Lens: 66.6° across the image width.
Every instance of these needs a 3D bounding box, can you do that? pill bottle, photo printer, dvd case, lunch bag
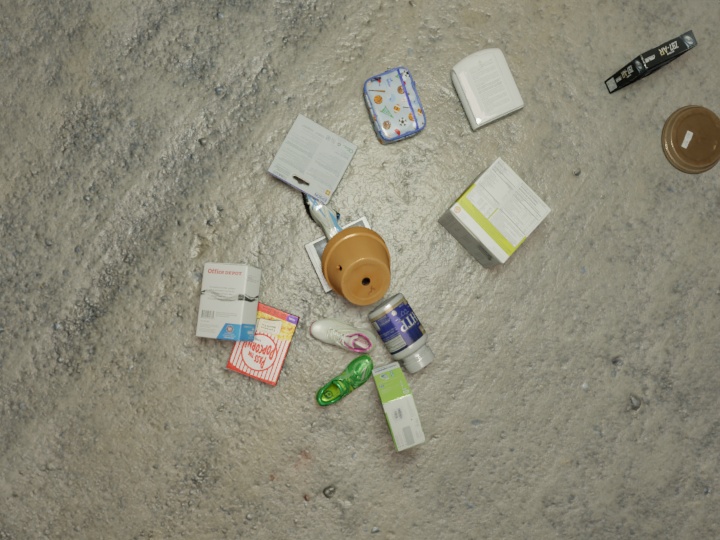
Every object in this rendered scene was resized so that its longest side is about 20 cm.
[{"bbox_3d":[0.119,0.177,1.532,0.119,0.120,0.202,-33,91,-2],"label":"pill bottle"},{"bbox_3d":[0.359,-0.528,1.577,0.164,0.069,0.203,-24,89,-2],"label":"photo printer"},{"bbox_3d":[-0.043,-0.047,1.578,0.197,0.025,0.153,-26,90,-2],"label":"dvd case"},{"bbox_3d":[0.099,-0.474,1.567,0.157,0.076,0.204,-19,91,-4],"label":"lunch bag"}]

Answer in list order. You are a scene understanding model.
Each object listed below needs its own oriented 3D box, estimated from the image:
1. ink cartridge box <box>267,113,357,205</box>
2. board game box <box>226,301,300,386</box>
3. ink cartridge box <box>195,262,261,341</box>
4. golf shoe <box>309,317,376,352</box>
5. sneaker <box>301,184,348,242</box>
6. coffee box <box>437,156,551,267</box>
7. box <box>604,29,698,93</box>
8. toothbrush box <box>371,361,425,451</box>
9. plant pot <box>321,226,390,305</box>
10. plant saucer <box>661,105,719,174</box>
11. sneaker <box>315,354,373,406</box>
[{"bbox_3d":[-0.136,-0.312,1.556,0.194,0.043,0.203,29,79,-2],"label":"ink cartridge box"},{"bbox_3d":[-0.274,0.203,1.554,0.148,0.046,0.204,19,88,-1],"label":"board game box"},{"bbox_3d":[-0.360,0.086,1.505,0.141,0.084,0.205,4,84,21],"label":"ink cartridge box"},{"bbox_3d":[-0.048,0.182,1.541,0.195,0.092,0.077,13,90,0],"label":"golf shoe"},{"bbox_3d":[-0.104,-0.163,1.549,0.072,0.072,0.202,-30,76,-17],"label":"sneaker"},{"bbox_3d":[0.360,-0.153,1.506,0.200,0.200,0.198,44,87,0],"label":"coffee box"},{"bbox_3d":[0.802,-0.577,1.530,0.158,0.200,0.044,-26,90,-3],"label":"box"},{"bbox_3d":[0.099,0.360,1.473,0.084,0.200,0.149,-17,106,-1],"label":"toothbrush box"},{"bbox_3d":[0.000,0.000,1.482,0.195,0.140,0.204,-6,115,-12],"label":"plant pot"},{"bbox_3d":[0.990,-0.389,1.619,0.195,0.029,0.205,0,90,-2],"label":"plant saucer"},{"bbox_3d":[-0.041,0.318,1.542,0.199,0.084,0.074,-40,90,-3],"label":"sneaker"}]
